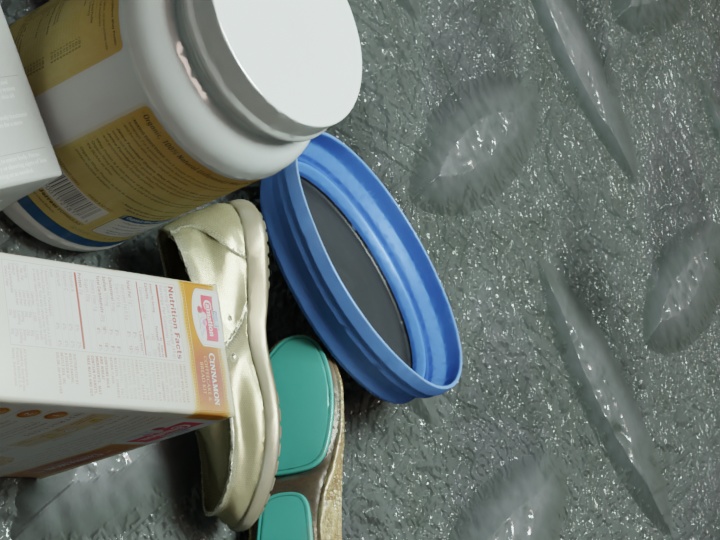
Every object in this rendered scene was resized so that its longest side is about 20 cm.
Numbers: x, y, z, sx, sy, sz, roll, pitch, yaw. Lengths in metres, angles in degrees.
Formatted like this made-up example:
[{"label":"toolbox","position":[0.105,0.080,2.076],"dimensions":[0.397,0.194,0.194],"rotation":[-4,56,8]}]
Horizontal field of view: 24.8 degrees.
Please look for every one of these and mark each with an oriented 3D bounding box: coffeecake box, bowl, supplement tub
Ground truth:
[{"label":"coffeecake box","position":[-0.185,0.050,0.794],"dimensions":[0.199,0.153,0.074],"rotation":[11,65,-51]},{"label":"bowl","position":[0.000,0.000,1.119],"dimensions":[0.201,0.039,0.201],"rotation":[50,21,-26]},{"label":"supplement tub","position":[-0.112,-0.105,0.928],"dimensions":[0.144,0.199,0.146],"rotation":[28,53,-43]}]

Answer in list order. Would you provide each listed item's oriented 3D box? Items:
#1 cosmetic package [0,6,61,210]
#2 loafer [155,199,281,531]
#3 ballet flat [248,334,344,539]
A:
[{"label":"cosmetic package","position":[-0.247,-0.122,0.857],"dimensions":[0.106,0.090,0.202],"rotation":[-17,84,-55]},{"label":"loafer","position":[-0.092,0.057,0.992],"dimensions":[0.068,0.076,0.202],"rotation":[0,77,-21]},{"label":"ballet flat","position":[-0.040,0.141,1.036],"dimensions":[0.065,0.070,0.202],"rotation":[62,28,-59]}]
